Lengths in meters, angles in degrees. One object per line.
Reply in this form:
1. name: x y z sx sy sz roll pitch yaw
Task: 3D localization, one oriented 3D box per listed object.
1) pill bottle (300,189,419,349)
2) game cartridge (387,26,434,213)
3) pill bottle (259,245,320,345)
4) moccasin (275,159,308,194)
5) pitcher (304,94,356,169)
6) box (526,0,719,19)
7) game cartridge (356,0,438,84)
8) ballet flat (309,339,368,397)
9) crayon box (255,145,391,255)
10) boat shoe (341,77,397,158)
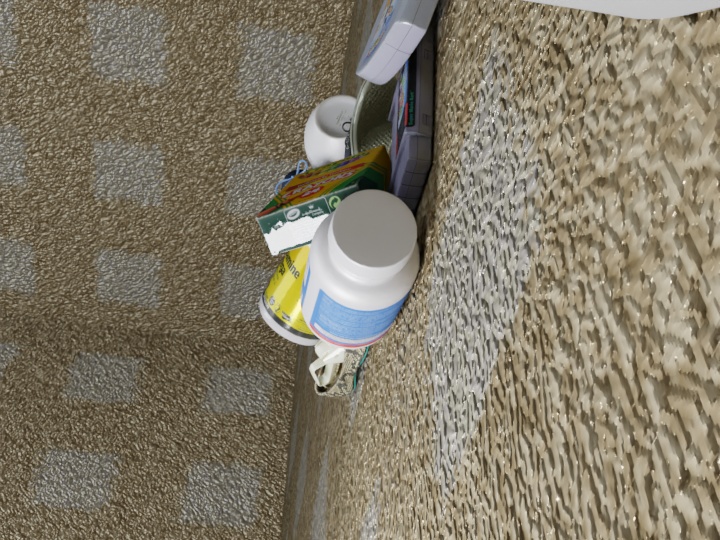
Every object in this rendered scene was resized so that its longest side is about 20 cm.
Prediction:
1. pill bottle: 0.000 0.000 0.932 0.200 0.112 0.113 111 165 -67
2. game cartridge: 0.054 -0.161 1.010 0.130 0.038 0.201 98 176 -56
3. pill bottle: -0.050 -0.003 1.258 0.200 0.112 0.113 -56 18 27
4. moccasin: -0.097 -0.120 1.401 0.080 0.068 0.200 -40 4 -16
5. pitcher: -0.016 -0.205 1.435 0.200 0.121 0.172 83 -156 -64
6. box: 0.043 -0.179 0.276 0.200 0.198 0.172 -101 19 -78
7. game cartridge: 0.045 -0.278 0.993 0.134 0.041 0.200 -65 10 -9
8. ballet flat: -0.034 0.124 1.285 0.200 0.075 0.068 106 147 -52
9. crayon box: -0.032 -0.091 1.071 0.200 0.126 0.051 -62 -48 -66
10. boat shoe: 0.010 -0.180 1.238 0.062 0.074 0.201 52 145 46
